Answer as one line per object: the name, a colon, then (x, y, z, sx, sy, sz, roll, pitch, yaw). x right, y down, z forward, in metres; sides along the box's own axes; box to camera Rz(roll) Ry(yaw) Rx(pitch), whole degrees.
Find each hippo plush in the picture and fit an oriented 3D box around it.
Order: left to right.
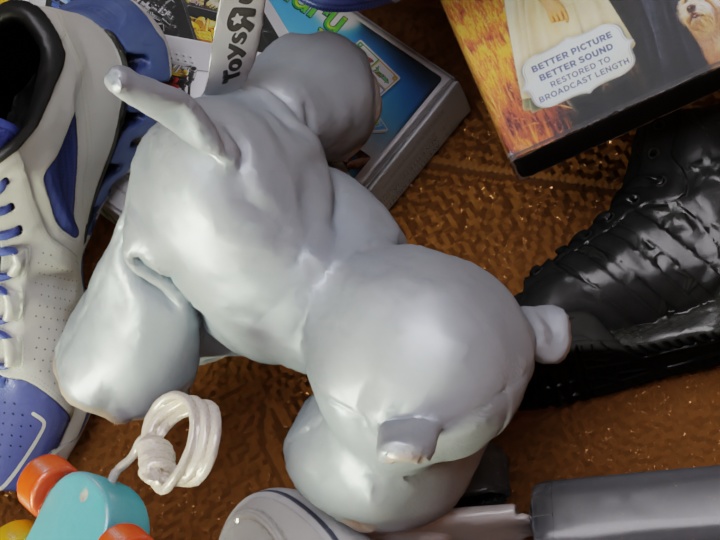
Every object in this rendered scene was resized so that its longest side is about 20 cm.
hippo plush: (0.000, 0.000, 1.060, 0.161, 0.200, 0.159, 34, 49, 13)

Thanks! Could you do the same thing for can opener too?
can opener: (0.081, 0.087, 1.100, 0.199, 0.053, 0.067, -2, 67, 12)

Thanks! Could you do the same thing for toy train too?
toy train: (-0.074, 0.150, 1.007, 0.150, 0.056, 0.201, -21, 58, 39)

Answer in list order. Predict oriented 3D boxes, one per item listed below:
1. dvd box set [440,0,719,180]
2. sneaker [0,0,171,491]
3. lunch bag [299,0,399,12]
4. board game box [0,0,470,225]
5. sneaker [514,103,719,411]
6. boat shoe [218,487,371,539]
dvd box set: (0.085, -0.153, 1.095, 0.146, 0.029, 0.201, -23, 73, 6)
sneaker: (-0.147, -0.019, 1.140, 0.080, 0.115, 0.200, 15, 91, 26)
lunch bag: (0.037, -0.195, 1.061, 0.199, 0.076, 0.161, -23, 71, 7)
board game box: (-0.070, -0.076, 1.212, 0.200, 0.035, 0.126, 36, 81, 24)
sneaker: (0.117, -0.015, 1.133, 0.199, 0.060, 0.105, -12, 67, 3)
boat shoe: (-0.025, 0.149, 1.031, 0.072, 0.066, 0.200, -49, 39, 29)
